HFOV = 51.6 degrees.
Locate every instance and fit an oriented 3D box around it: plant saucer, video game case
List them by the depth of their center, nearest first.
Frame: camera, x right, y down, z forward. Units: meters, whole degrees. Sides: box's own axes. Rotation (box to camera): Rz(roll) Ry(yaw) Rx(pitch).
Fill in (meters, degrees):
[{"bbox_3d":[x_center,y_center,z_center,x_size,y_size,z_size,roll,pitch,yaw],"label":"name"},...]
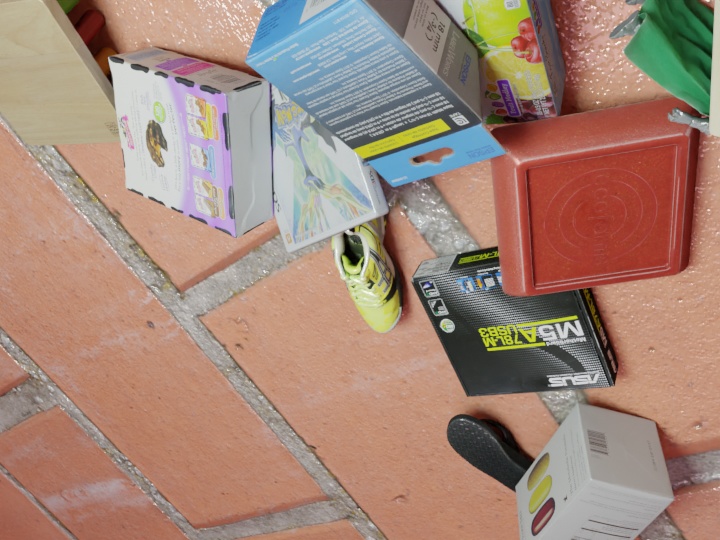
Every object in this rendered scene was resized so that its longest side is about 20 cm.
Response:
[{"bbox_3d":[0.233,-0.057,0.731,0.196,0.037,0.202,-9,126,7],"label":"plant saucer"},{"bbox_3d":[-0.058,-0.126,0.812,0.199,0.022,0.185,-17,92,56],"label":"video game case"}]

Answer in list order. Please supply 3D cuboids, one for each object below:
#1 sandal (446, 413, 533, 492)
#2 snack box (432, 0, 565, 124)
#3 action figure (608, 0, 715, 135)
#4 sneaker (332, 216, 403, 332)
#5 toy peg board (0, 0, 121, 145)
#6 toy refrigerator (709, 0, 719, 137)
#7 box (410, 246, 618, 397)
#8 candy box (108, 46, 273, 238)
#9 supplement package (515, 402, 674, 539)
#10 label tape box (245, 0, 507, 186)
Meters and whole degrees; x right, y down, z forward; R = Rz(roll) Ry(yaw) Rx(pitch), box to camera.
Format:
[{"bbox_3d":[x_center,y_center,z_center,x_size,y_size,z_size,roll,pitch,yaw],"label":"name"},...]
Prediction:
[{"bbox_3d":[0.192,0.253,1.045,0.200,0.048,0.075,41,133,-23],"label":"sandal"},{"bbox_3d":[0.076,-0.207,0.687,0.197,0.069,0.169,3,154,28],"label":"snack box"},{"bbox_3d":[0.300,-0.160,0.638,0.199,0.119,0.055,37,160,-15],"label":"action figure"},{"bbox_3d":[0.000,0.000,0.915,0.074,0.077,0.203,0,125,26],"label":"sneaker"},{"bbox_3d":[-0.383,-0.267,0.932,0.197,0.099,0.201,4,142,26],"label":"toy peg board"},{"bbox_3d":[0.317,-0.202,0.554,0.074,0.070,0.204,-9,110,-7],"label":"toy refrigerator"},{"bbox_3d":[0.184,0.062,0.895,0.197,0.048,0.195,-10,117,34],"label":"box"},{"bbox_3d":[-0.197,-0.155,0.873,0.198,0.071,0.170,23,127,30],"label":"candy box"},{"bbox_3d":[0.286,0.282,0.944,0.107,0.115,0.202,14,131,-6],"label":"supplement package"},{"bbox_3d":[0.022,-0.166,0.647,0.143,0.064,0.199,-10,145,45],"label":"label tape box"}]
